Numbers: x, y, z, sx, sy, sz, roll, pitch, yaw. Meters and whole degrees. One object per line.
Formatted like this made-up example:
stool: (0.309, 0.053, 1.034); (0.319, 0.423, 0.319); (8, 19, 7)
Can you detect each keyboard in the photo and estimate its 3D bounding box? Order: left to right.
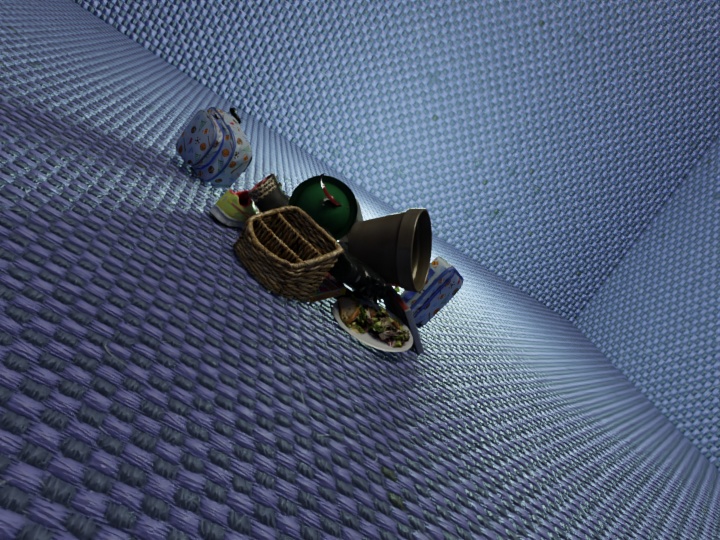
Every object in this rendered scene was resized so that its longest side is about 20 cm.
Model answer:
keyboard: (0.010, 0.098, 1.662); (0.199, 0.040, 0.104); (32, 25, 13)

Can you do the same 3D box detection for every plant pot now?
plant pot: (0.068, -0.052, 1.669); (0.173, 0.201, 0.200); (3, 3, 19)

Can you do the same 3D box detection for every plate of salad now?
plate of salad: (0.032, 0.112, 1.549); (0.199, 0.048, 0.200); (22, 23, -10)

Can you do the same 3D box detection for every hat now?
hat: (-0.075, -0.120, 1.568); (0.200, 0.166, 0.176); (34, 8, -26)

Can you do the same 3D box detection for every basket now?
basket: (-0.165, -0.051, 1.484); (0.200, 0.149, 0.142); (45, 16, 35)

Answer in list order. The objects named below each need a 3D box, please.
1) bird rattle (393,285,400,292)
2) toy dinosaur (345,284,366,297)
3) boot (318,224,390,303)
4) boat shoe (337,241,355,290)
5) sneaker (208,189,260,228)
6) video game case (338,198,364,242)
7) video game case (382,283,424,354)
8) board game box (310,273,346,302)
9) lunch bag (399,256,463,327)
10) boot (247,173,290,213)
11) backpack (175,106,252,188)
bird rattle: (0.057, 0.008, 1.900); (0.163, 0.113, 0.200); (38, 30, 21)
toy dinosaur: (-0.061, 0.006, 1.651); (0.199, 0.061, 0.106); (18, 20, -19)
boot: (-0.029, -0.012, 1.570); (0.198, 0.073, 0.162); (45, 10, 37)
boat shoe: (0.000, 0.000, 1.785); (0.062, 0.073, 0.200); (11, 32, -50)
sneaker: (-0.279, -0.150, 1.685); (0.078, 0.091, 0.200); (37, 11, 18)
video game case: (-0.033, -0.127, 1.827); (0.182, 0.023, 0.201); (43, -26, 51)
video game case: (0.093, 0.099, 1.709); (0.200, 0.017, 0.143); (53, -14, 53)
board game box: (-0.124, -0.007, 1.592); (0.095, 0.030, 0.200); (-12, 44, -36)
lunch bag: (0.179, 0.062, 1.842); (0.076, 0.200, 0.160); (43, 2, 27)
boot: (-0.182, -0.169, 1.695); (0.151, 0.073, 0.200); (57, 45, -15)
backpack: (-0.387, -0.325, 1.855); (0.191, 0.200, 0.154); (48, 22, 26)
